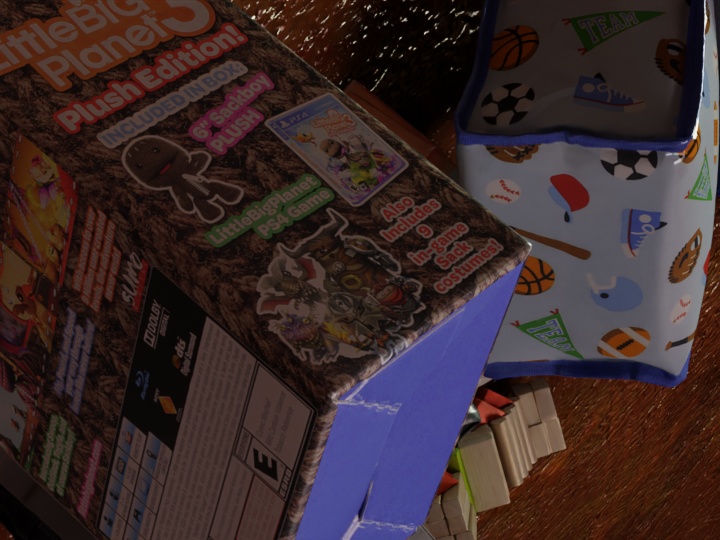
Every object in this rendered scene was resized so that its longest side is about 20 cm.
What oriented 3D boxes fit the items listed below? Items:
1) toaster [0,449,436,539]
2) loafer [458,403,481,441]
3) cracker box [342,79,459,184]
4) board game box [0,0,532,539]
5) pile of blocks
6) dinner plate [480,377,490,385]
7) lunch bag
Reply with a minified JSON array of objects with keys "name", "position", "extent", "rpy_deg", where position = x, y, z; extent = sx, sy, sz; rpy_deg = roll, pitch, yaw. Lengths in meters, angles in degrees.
[{"name":"toaster","position":[-0.074,0.098,0.961],"extent":[0.119,0.181,0.200],"rpy_deg":[-50,162,-6]},{"name":"loafer","position":[-0.014,0.135,1.307],"extent":[0.201,0.070,0.068],"rpy_deg":[-48,160,-5]},{"name":"cracker box","position":[0.000,0.000,1.114],"extent":[0.134,0.058,0.200],"rpy_deg":[-50,161,2]},{"name":"board game box","position":[-0.064,0.005,0.775],"extent":[0.097,0.200,0.160],"rpy_deg":[-35,157,-36]},{"name":"pile of blocks","position":[0.065,0.117,1.487],"extent":[0.200,0.082,0.062],"rpy_deg":[-37,116,-54]},{"name":"dinner plate","position":[0.109,0.008,1.412],"extent":[0.200,0.024,0.200],"rpy_deg":[-43,159,-21]},{"name":"lunch bag","position":[0.115,-0.074,1.068],"extent":[0.170,0.123,0.200],"rpy_deg":[85,12,-47]}]
